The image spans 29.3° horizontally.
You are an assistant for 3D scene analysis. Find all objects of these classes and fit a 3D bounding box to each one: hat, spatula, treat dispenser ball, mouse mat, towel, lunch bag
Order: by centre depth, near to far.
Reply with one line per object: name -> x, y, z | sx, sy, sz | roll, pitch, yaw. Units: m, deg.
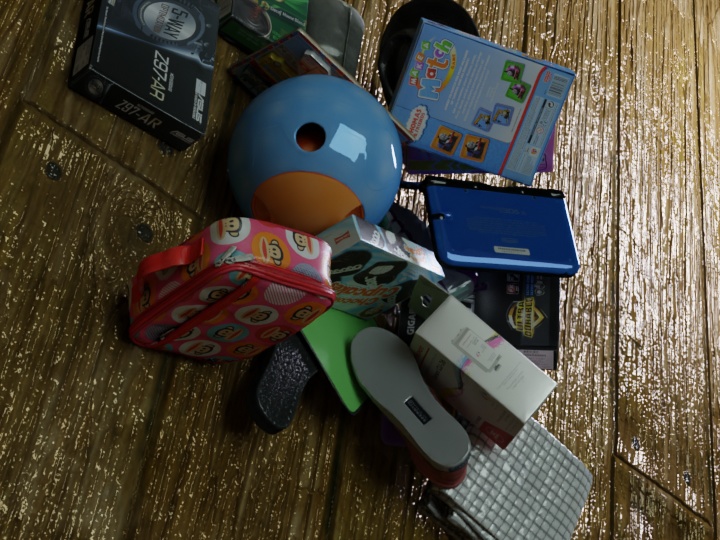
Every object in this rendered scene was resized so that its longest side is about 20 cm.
lunch bag -> -0.141, 0.019, 1.388 | 0.176, 0.200, 0.082 | 18, 54, -38
treat dispenser ball -> -0.052, -0.122, 1.571 | 0.200, 0.200, 0.202 | 27, 50, -36
mouse mat -> -0.020, 0.073, 1.608 | 0.161, 0.008, 0.200 | 60, 23, -3
towel -> 0.172, 0.266, 1.668 | 0.200, 0.085, 0.166 | 41, 62, -18
spatula -> 0.100, 0.199, 1.695 | 0.200, 0.020, 0.057 | 18, 65, -44
hat -> 0.074, -0.256, 1.805 | 0.081, 0.200, 0.201 | -18, 82, -48

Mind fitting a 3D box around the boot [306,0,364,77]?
boot -> -0.017, -0.251, 1.808 | 0.182, 0.072, 0.201 | 37, 38, -31

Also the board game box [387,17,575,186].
board game box -> 0.142, -0.205, 1.688 | 0.199, 0.152, 0.037 | 17, 19, -10

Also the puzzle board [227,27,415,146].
puzzle board -> -0.049, -0.200, 1.666 | 0.200, 0.150, 0.017 | 41, 58, -25

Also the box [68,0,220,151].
box -> -0.241, -0.257, 1.565 | 0.160, 0.043, 0.201 | 29, 48, -34

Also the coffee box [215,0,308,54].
coffee box -> -0.123, -0.360, 1.761 | 0.123, 0.044, 0.201 | 31, 48, -33

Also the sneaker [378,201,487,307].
sneaker -> 0.075, -0.032, 1.720 | 0.087, 0.075, 0.200 | -21, 62, -23

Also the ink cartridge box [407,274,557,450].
ink cartridge box -> 0.119, 0.105, 1.584 | 0.200, 0.117, 0.068 | 40, 69, 10

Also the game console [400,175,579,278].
game console -> 0.148, -0.054, 1.706 | 0.199, 0.118, 0.171 | 4, 62, -24

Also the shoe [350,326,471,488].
shoe -> 0.055, 0.161, 1.580 | 0.071, 0.091, 0.200 | -32, 65, -14

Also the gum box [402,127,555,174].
gum box -> 0.146, -0.188, 1.757 | 0.066, 0.199, 0.114 | -97, -174, -62

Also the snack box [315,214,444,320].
snack box -> 0.000, 0.000, 1.577 | 0.200, 0.116, 0.037 | 22, 44, -57

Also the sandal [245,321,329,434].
sandal -> -0.089, 0.107, 1.508 | 0.075, 0.048, 0.201 | 53, 31, -14

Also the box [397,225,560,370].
box -> 0.151, 0.031, 1.727 | 0.050, 0.197, 0.201 | 85, 11, -49
